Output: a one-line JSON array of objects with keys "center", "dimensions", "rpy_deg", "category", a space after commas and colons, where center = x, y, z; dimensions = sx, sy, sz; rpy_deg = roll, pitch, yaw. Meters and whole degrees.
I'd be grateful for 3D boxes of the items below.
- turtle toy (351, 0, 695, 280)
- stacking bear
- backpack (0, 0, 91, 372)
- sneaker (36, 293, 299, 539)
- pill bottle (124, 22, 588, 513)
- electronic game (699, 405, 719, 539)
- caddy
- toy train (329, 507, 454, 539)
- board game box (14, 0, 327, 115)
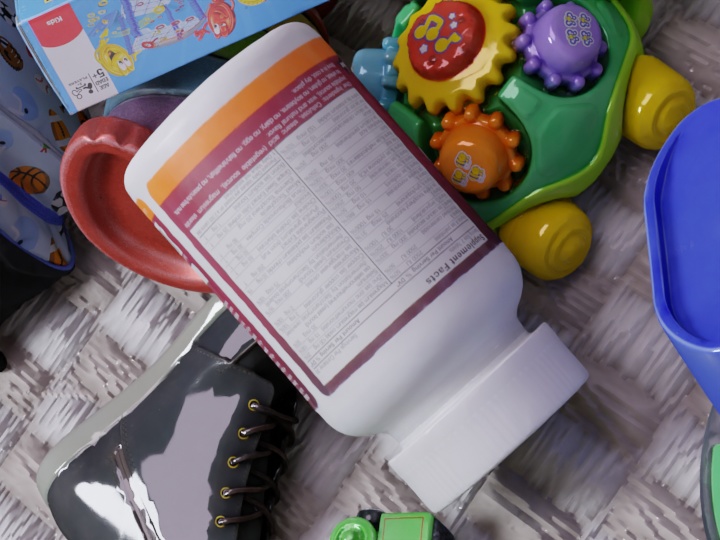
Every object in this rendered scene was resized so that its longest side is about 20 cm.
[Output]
[{"center": [0.074, -0.103, 1.209], "dimensions": [0.200, 0.101, 0.146], "rpy_deg": [-52, 50, 1], "category": "turtle toy"}, {"center": [-0.061, -0.101, 1.298], "dimensions": [0.114, 0.121, 0.201], "rpy_deg": [129, 163, -60], "category": "stacking bear"}, {"center": [-0.231, -0.080, 1.356], "dimensions": [0.154, 0.200, 0.191], "rpy_deg": [-38, 45, 5], "category": "backpack"}, {"center": [-0.048, 0.079, 1.230], "dimensions": [0.200, 0.075, 0.106], "rpy_deg": [-42, 61, 11], "category": "sneaker"}, {"center": [0.000, 0.000, 1.149], "dimensions": [0.109, 0.110, 0.200], "rpy_deg": [-42, 87, 9], "category": "pill bottle"}, {"center": [0.227, 0.072, 1.056], "dimensions": [0.199, 0.042, 0.201], "rpy_deg": [-15, 60, 28], "category": "electronic game"}, {"center": [0.191, 0.000, 1.025], "dimensions": [0.141, 0.105, 0.201], "rpy_deg": [-27, 31, 21], "category": "caddy"}, {"center": [0.009, 0.197, 1.143], "dimensions": [0.056, 0.042, 0.201], "rpy_deg": [-4, 65, 20], "category": "toy train"}, {"center": [-0.070, -0.184, 1.268], "dimensions": [0.199, 0.056, 0.196], "rpy_deg": [-23, 37, 6], "category": "board game box"}]
